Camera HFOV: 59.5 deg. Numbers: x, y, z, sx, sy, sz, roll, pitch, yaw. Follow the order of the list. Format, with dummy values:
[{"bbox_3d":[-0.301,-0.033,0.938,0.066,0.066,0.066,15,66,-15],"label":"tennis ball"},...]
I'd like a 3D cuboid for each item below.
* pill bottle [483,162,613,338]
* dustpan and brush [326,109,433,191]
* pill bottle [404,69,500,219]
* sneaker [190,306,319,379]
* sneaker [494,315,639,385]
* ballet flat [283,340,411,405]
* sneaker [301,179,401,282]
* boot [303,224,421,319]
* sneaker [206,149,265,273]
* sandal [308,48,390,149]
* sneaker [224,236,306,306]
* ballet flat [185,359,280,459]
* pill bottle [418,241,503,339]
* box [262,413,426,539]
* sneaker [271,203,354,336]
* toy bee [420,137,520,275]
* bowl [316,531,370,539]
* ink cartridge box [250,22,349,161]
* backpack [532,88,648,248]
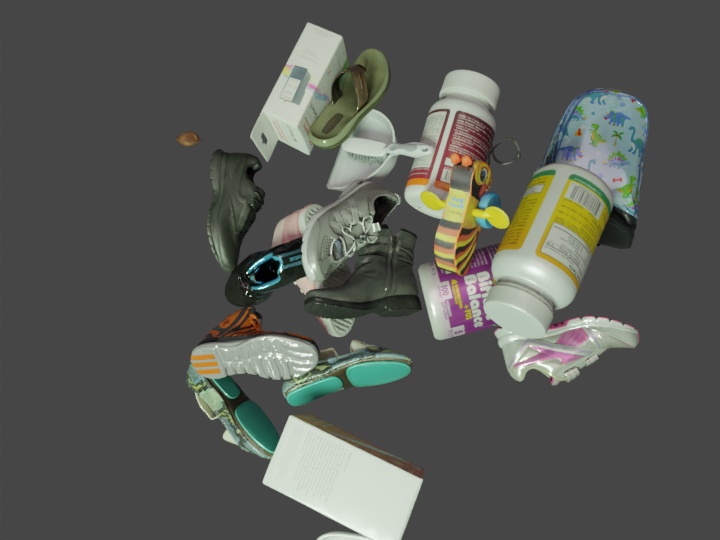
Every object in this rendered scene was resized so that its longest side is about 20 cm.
[{"bbox_3d":[0.233,-0.023,0.797,0.111,0.113,0.203,25,72,12],"label":"pill bottle"},{"bbox_3d":[0.032,-0.183,0.962,0.196,0.057,0.143,14,80,32],"label":"dustpan and brush"},{"bbox_3d":[0.143,-0.188,0.955,0.107,0.110,0.205,16,82,11],"label":"pill bottle"},{"bbox_3d":[-0.146,0.098,0.931,0.195,0.113,0.079,-1,121,13],"label":"sneaker"},{"bbox_3d":[0.292,0.115,0.892,0.195,0.081,0.091,-7,79,15],"label":"sneaker"},{"bbox_3d":[-0.023,0.139,0.933,0.195,0.074,0.076,-14,77,2],"label":"ballet flat"},{"bbox_3d":[-0.013,-0.061,0.879,0.080,0.076,0.201,10,48,31],"label":"sneaker"},{"bbox_3d":[0.000,0.000,0.932,0.196,0.069,0.135,2,75,-33],"label":"boot"},{"bbox_3d":[-0.197,-0.098,1.010,0.088,0.076,0.206,-1,81,1],"label":"sneaker"},{"bbox_3d":[-0.016,-0.276,0.983,0.078,0.058,0.203,18,64,28],"label":"sandal"},{"bbox_3d":[-0.150,0.004,0.931,0.198,0.081,0.075,-28,85,38],"label":"sneaker"},{"bbox_3d":[-0.196,0.216,0.956,0.074,0.074,0.201,-40,74,-1],"label":"ballet flat"},{"bbox_3d":[0.188,0.023,0.904,0.195,0.112,0.115,-15,77,5],"label":"pill bottle"},{"bbox_3d":[-0.017,0.286,0.876,0.196,0.124,0.099,23,82,12],"label":"box"},{"bbox_3d":[-0.076,0.005,0.975,0.103,0.075,0.205,-10,100,43],"label":"sneaker"},{"bbox_3d":[0.136,-0.104,0.839,0.128,0.108,0.205,-6,68,32],"label":"toy bee"},{"bbox_3d":[0.012,0.469,0.861,0.195,0.075,0.205,11,81,10],"label":"bowl"},{"bbox_3d":[-0.091,-0.268,1.002,0.066,0.117,0.203,25,83,10],"label":"ink cartridge box"},{"bbox_3d":[0.341,-0.159,0.914,0.160,0.154,0.204,17,69,18],"label":"backpack"}]
